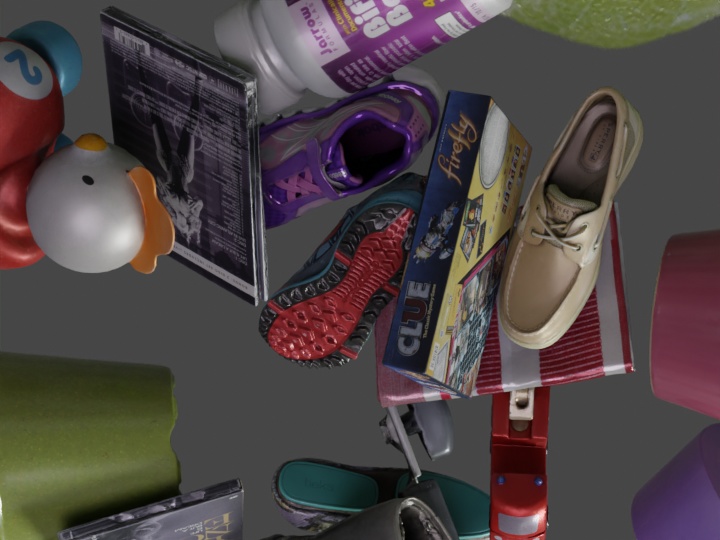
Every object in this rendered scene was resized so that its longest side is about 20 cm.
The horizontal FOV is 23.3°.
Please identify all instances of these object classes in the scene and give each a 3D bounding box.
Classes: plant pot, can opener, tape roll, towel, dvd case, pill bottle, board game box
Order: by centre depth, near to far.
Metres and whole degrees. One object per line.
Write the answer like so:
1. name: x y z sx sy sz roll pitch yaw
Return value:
1. pill bottle: -0.001 -0.192 1.243 0.200 0.112 0.112 -27 113 18
2. board game box: 0.073 -0.015 1.268 0.035 0.135 0.201 11 82 20
3. dvd case: -0.130 -0.083 1.298 0.149 0.016 0.200 28 136 31
4. plant pot: 0.317 0.043 1.310 0.178 0.200 0.201 7 120 19
5. towel: 0.104 0.022 1.336 0.199 0.145 0.023 -9 162 17
6. tape roll: 0.318 0.225 1.390 0.200 0.200 0.085 35 117 -14
7. plant pot: -0.243 0.145 1.421 0.189 0.200 0.201 -3 119 -8
8. can opener: 0.066 0.183 1.428 0.067 0.053 0.200 -21 84 -5
9. dvd case: -0.169 0.226 1.442 0.148 0.016 0.200 -16 160 -10

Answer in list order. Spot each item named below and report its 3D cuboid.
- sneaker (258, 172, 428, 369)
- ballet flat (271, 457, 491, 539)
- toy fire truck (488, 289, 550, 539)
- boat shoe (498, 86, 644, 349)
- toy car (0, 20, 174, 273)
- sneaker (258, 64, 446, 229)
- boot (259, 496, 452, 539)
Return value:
1. sneaker: 0.000 0.000 1.337 0.079 0.096 0.200 41 128 -9
2. ballet flat: 0.022 0.204 1.490 0.200 0.072 0.072 11 119 -1
3. toy fire truck: 0.127 0.103 1.374 0.049 0.200 0.141 1 147 5
4. boat shoe: 0.151 -0.040 1.289 0.072 0.065 0.200 23 88 20
5. toy car: -0.214 -0.070 1.255 0.199 0.184 0.177 15 120 21
6. sneaker: -0.028 -0.082 1.320 0.200 0.089 0.081 -26 114 19
7. boot: 0.010 0.277 1.427 0.200 0.073 0.182 -19 104 39
